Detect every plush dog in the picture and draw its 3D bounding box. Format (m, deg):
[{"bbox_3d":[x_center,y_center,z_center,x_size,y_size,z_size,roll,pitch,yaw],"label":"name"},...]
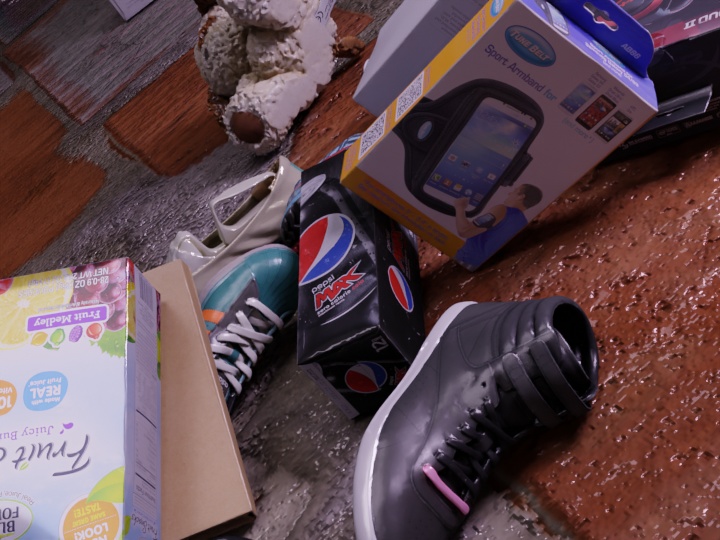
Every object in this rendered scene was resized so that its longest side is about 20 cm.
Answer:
[{"bbox_3d":[-0.107,-0.232,1.190,0.172,0.200,0.160,13,23,43],"label":"plush dog"}]

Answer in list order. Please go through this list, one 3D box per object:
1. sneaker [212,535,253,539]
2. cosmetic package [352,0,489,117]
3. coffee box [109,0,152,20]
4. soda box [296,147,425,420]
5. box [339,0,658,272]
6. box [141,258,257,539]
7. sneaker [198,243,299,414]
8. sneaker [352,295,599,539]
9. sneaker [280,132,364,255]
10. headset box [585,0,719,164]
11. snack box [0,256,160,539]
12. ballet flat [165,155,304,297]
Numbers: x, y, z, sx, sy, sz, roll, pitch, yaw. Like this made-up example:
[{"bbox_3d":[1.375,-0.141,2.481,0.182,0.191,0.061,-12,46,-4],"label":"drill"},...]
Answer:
[{"bbox_3d":[-0.063,0.187,0.605,0.076,0.088,0.200,-41,29,-4],"label":"sneaker"},{"bbox_3d":[0.086,-0.207,0.929,0.200,0.081,0.113,-45,19,45],"label":"cosmetic package"},{"bbox_3d":[-0.377,-0.579,1.912,0.200,0.200,0.198,-33,29,9],"label":"coffee box"},{"bbox_3d":[0.000,0.000,0.793,0.063,0.071,0.200,-25,38,19],"label":"soda box"},{"bbox_3d":[0.092,-0.095,0.734,0.200,0.119,0.042,-43,24,36],"label":"box"},{"bbox_3d":[-0.170,0.106,0.780,0.163,0.021,0.200,-22,60,3],"label":"box"},{"bbox_3d":[-0.105,0.070,0.841,0.200,0.071,0.080,-48,30,0],"label":"sneaker"},{"bbox_3d":[0.068,0.082,0.620,0.099,0.071,0.200,-18,31,41],"label":"sneaker"},{"bbox_3d":[0.017,-0.093,0.917,0.200,0.079,0.096,-31,28,14],"label":"sneaker"},{"bbox_3d":[0.220,-0.166,0.791,0.148,0.075,0.200,-17,36,34],"label":"headset box"},{"bbox_3d":[-0.217,0.104,0.742,0.168,0.068,0.200,-11,64,9],"label":"snack box"},{"bbox_3d":[-0.123,-0.025,0.991,0.200,0.069,0.069,-41,29,-3],"label":"ballet flat"}]
